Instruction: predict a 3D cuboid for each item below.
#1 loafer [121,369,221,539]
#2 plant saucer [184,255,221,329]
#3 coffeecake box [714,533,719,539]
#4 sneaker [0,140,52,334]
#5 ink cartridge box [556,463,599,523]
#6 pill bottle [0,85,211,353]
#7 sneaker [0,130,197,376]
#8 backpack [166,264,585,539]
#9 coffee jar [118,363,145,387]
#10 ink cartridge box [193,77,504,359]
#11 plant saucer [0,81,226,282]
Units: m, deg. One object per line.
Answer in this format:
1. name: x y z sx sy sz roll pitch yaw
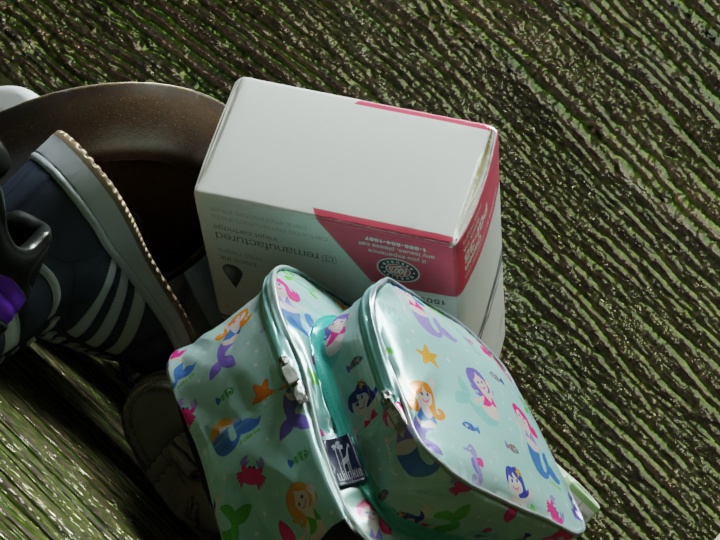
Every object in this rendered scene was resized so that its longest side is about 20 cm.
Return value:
1. loafer: -0.049 0.130 1.200 0.200 0.072 0.063 44 8 3
2. plant saucer: -0.074 0.002 1.434 0.201 0.036 0.200 60 12 -21
3. coffeecake box: 0.175 0.237 1.238 0.073 0.200 0.154 41 0 0
4. sneaker: -0.214 -0.040 1.031 0.069 0.100 0.200 38 -2 44
5. ink cartridge box: 0.080 0.182 1.804 0.048 0.146 0.200 42 0 -35
6. pill bottle: -0.175 -0.017 1.415 0.200 0.112 0.111 41 1 -44
7. sneaker: -0.158 0.021 1.192 0.070 0.108 0.201 39 -16 31
8. backpack: 0.001 0.092 1.116 0.177 0.151 0.201 30 21 -47
9. coffee jar: -0.101 0.052 1.604 0.103 0.086 0.200 2 -6 6
10. ink cartridge box: 0.000 0.000 1.240 0.145 0.083 0.201 11 -34 13
11. plant saucer: -0.150 -0.030 1.251 0.200 0.199 0.032 40 28 -58
